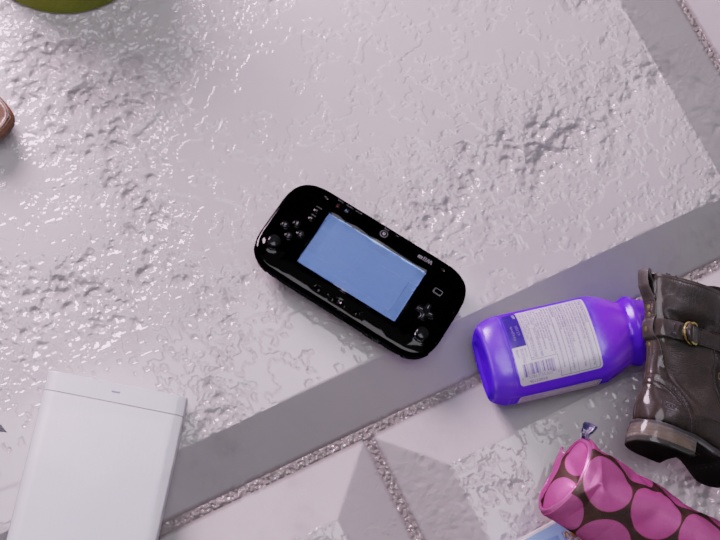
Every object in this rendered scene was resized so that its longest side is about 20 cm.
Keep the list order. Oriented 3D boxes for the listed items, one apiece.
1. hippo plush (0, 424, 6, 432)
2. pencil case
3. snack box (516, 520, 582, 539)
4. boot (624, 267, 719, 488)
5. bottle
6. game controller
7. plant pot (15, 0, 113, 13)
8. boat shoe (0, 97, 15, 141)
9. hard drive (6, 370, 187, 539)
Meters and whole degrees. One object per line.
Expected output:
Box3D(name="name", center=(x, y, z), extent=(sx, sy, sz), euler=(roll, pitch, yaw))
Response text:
Box3D(name="hippo plush", center=(-0.388, 0.219, 1.507), extent=(0.198, 0.159, 0.162), euler=(-7, 102, 8))
Box3D(name="pencil case", center=(0.259, 0.226, 1.555), extent=(0.199, 0.094, 0.091), euler=(34, 91, -8))
Box3D(name="snack box", center=(0.145, 0.283, 1.571), extent=(0.199, 0.024, 0.072), euler=(-26, 74, -13))
Box3D(name="boot", center=(0.323, 0.099, 1.591), extent=(0.199, 0.069, 0.175), euler=(25, 67, -31))
Box3D(name="bottle", center=(0.208, 0.067, 1.629), extent=(0.198, 0.065, 0.084), euler=(-13, 71, -9))
Box3D(name="game controller", center=(0.000, 0.000, 1.646), extent=(0.199, 0.042, 0.105), euler=(32, 72, 5))
Box3D(name="plant pot", center=(-0.290, -0.376, 1.664), extent=(0.185, 0.200, 0.189), euler=(1, 71, -4))
Box3D(name="boat shoe", center=(-0.420, -0.185, 1.656), extent=(0.199, 0.072, 0.076), euler=(30, 71, 5))
Box3D(name="hard drive", center=(-0.240, 0.199, 1.565), extent=(0.131, 0.027, 0.202), euler=(11, 71, -1))
